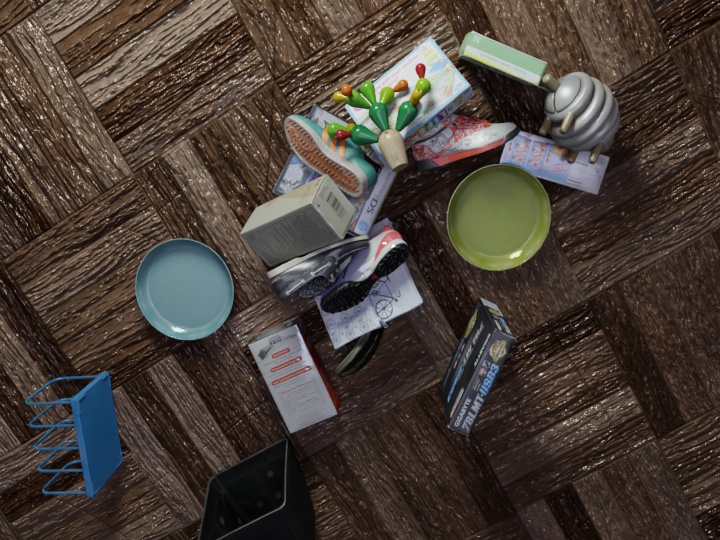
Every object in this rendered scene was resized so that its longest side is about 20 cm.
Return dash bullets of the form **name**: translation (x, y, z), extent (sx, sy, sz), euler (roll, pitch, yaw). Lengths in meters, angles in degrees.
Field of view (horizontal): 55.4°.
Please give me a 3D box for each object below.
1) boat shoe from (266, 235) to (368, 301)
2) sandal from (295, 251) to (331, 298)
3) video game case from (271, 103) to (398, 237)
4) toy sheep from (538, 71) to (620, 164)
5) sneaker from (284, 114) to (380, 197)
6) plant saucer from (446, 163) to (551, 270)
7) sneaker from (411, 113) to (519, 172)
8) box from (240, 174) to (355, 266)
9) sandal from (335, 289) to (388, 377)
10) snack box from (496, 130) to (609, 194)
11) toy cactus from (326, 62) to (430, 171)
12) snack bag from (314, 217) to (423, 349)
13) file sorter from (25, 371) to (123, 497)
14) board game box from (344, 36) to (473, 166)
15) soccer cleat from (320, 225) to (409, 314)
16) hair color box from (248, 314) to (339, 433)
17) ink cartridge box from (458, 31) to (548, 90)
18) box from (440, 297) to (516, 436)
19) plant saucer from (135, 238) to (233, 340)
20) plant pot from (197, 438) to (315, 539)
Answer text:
- **boat shoe**: translation (-0.069, -0.006, 1.241), extent (0.196, 0.073, 0.064), euler (-23, 90, -5)
- **sandal**: translation (-0.071, -0.038, 1.303), extent (0.073, 0.045, 0.204), euler (18, 75, 0)
- **video game case**: translation (-0.039, -0.180, 1.276), extent (0.197, 0.026, 0.184), euler (27, 90, -4)
- **toy sheep**: translation (0.383, -0.275, 1.204), extent (0.199, 0.138, 0.138), euler (34, 103, -34)
- **sneaker**: translation (-0.049, -0.216, 1.234), extent (0.199, 0.080, 0.072), euler (41, 141, 10)
- **plant saucer**: translation (0.260, -0.102, 1.297), extent (0.194, 0.031, 0.206), euler (1, 107, 3)
- **sneaker**: translation (0.181, -0.261, 1.241), extent (0.197, 0.067, 0.110), euler (-17, 103, 16)
- **box**: translation (-0.115, -0.086, 1.235), extent (0.197, 0.079, 0.095), euler (-16, 127, 39)
- **sandal**: translation (0.008, 0.118, 1.346), extent (0.057, 0.080, 0.204), euler (28, 88, 27)
- **snack box**: translation (0.359, -0.204, 1.279), extent (0.195, 0.024, 0.074), euler (16, 104, -2)
- **toy cactus**: translation (0.041, -0.253, 1.162), extent (0.196, 0.102, 0.169), euler (-22, 79, 1)
- **snack bag**: translation (0.004, 0.023, 1.306), extent (0.196, 0.021, 0.192), euler (-24, 76, 7)
- **file sorter**: translation (-0.574, 0.326, 1.372), extent (0.119, 0.139, 0.206), euler (-3, 103, 5)
- **board game box**: translation (0.085, -0.302, 1.222), extent (0.198, 0.034, 0.136), euler (-37, 65, 9)
- **soccer cleat**: translation (0.000, 0.000, 1.276), extent (0.199, 0.074, 0.068), euler (-40, 138, 6)
- **hair color box**: translation (-0.130, 0.207, 1.369), extent (0.109, 0.064, 0.204), euler (-22, 103, 8)
- **ink cartridge box**: translation (0.244, -0.355, 1.158), extent (0.142, 0.200, 0.049), euler (21, 106, -3)
- **box**: translation (0.213, 0.173, 1.281), extent (0.049, 0.199, 0.204), euler (22, 104, -2)
- **plant saucer**: translation (-0.345, 0.036, 1.354), extent (0.194, 0.027, 0.206), euler (0, 103, 2)
- **plant pot**: translation (-0.190, 0.503, 1.383), extent (0.196, 0.201, 0.180), euler (-28, 114, 7)
